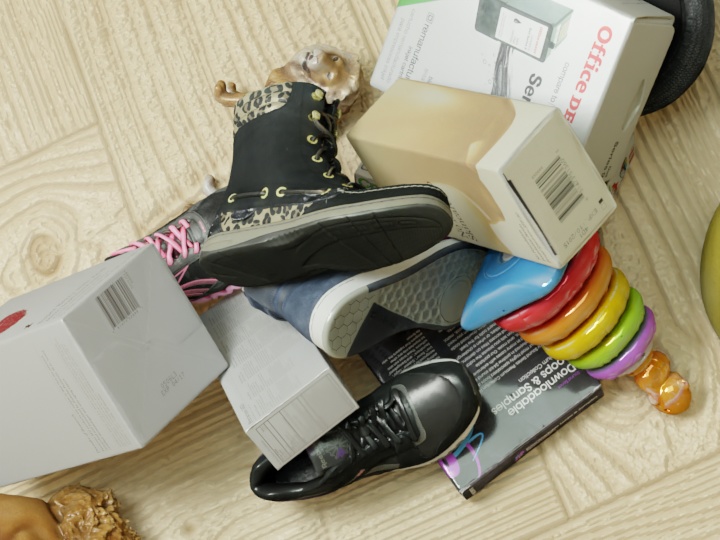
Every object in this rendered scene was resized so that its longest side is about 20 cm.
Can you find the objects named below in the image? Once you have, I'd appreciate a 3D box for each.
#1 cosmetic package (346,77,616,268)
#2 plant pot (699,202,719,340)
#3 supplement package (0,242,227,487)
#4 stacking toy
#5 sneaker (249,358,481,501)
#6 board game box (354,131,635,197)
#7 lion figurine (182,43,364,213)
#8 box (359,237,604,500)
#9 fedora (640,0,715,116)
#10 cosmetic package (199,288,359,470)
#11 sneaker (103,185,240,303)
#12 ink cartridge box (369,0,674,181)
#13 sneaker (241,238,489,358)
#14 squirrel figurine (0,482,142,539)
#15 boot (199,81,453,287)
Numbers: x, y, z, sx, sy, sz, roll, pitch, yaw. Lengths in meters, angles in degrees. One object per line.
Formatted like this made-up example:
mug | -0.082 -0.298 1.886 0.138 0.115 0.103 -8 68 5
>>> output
cosmetic package | 0.088 -0.076 1.517 0.071 0.105 0.200 -46 30 -17
plant pot | 0.352 -0.021 1.534 0.199 0.142 0.201 -5 71 13
supplement package | -0.230 0.078 1.601 0.199 0.121 0.120 -19 108 43
stacking toy | 0.187 0.043 1.559 0.200 0.116 0.110 41 51 -17
sneaker | 0.002 0.136 1.573 0.199 0.087 0.076 -29 85 26
board game box | 0.110 -0.087 1.656 0.199 0.035 0.127 18 58 19
lion figurine | -0.072 -0.099 1.720 0.122 0.072 0.201 13 90 10
box | 0.083 0.065 1.635 0.143 0.036 0.200 -36 66 0
fedora | 0.212 -0.220 1.649 0.200 0.091 0.202 16 117 33
cosmetic package | -0.071 0.074 1.607 0.082 0.051 0.200 -36 29 0
sneaker | -0.161 -0.005 1.656 0.200 0.095 0.079 -38 63 28
ink cartridge box | 0.127 -0.174 1.598 0.199 0.084 0.147 29 110 26
sneaker | 0.000 -0.001 1.590 0.146 0.202 0.077 26 118 41
squirrel figurine | -0.243 0.260 1.585 0.199 0.142 0.187 -19 32 -20
boot | -0.023 -0.077 1.506 0.202 0.073 0.155 -12 55 26
